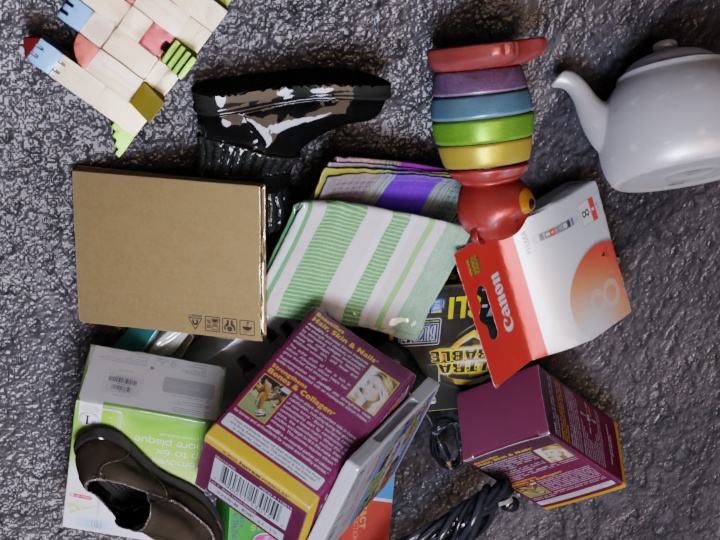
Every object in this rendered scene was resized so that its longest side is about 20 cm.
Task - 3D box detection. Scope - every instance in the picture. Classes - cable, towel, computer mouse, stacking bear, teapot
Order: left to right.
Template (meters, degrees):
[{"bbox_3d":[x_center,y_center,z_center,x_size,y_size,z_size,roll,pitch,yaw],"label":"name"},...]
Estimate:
[{"bbox_3d":[0.000,0.000,1.578,0.199,0.023,0.153,11,122,-26],"label":"towel"},{"bbox_3d":[0.019,-0.054,1.594,0.199,0.023,0.144,3,131,-34],"label":"towel"},{"bbox_3d":[0.066,0.155,1.691,0.058,0.034,0.200,-35,120,2],"label":"computer mouse"},{"bbox_3d":[0.088,0.298,1.683,0.199,0.163,0.051,-31,79,0],"label":"cable"},{"bbox_3d":[0.130,-0.129,1.547,0.113,0.121,0.202,-2,99,28],"label":"stacking bear"},{"bbox_3d":[0.339,-0.172,1.604,0.199,0.196,0.147,0,78,-47],"label":"teapot"}]

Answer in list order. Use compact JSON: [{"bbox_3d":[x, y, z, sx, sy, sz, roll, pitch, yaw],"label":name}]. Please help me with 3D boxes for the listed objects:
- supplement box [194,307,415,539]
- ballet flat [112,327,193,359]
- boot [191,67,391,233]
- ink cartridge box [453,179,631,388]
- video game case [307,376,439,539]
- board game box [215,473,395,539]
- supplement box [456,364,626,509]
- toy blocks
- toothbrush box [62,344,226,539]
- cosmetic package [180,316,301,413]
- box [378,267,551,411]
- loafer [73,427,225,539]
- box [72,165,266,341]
[{"bbox_3d":[-0.056,0.158,1.531,0.200,0.130,0.104,-48,165,-35],"label":"supplement box"},{"bbox_3d":[-0.191,0.047,1.600,0.069,0.070,0.200,32,107,-28],"label":"ballet flat"},{"bbox_3d":[-0.070,-0.118,1.538,0.209,0.080,0.159,-6,112,-6],"label":"boot"},{"bbox_3d":[0.200,0.012,1.639,0.199,0.050,0.163,-32,111,-38],"label":"ink cartridge box"},{"bbox_3d":[0.010,0.205,1.553,0.018,0.200,0.144,32,121,13],"label":"video game case"},{"bbox_3d":[-0.059,0.239,1.661,0.198,0.040,0.154,-5,110,-26],"label":"board game box"},{"bbox_3d":[0.206,0.192,1.723,0.110,0.086,0.200,-22,145,27],"label":"supplement box"},{"bbox_3d":[-0.224,-0.230,1.438,0.136,0.100,0.200,36,102,-17],"label":"toy blocks"},{"bbox_3d":[-0.227,0.186,1.590,0.144,0.086,0.201,11,132,-6],"label":"toothbrush box"},{"bbox_3d":[-0.134,0.101,1.645,0.200,0.051,0.083,-38,120,3],"label":"cosmetic package"},{"bbox_3d":[0.119,0.076,1.715,0.198,0.049,0.161,-3,115,-16],"label":"box"},{"bbox_3d":[-0.217,0.241,1.533,0.073,0.072,0.200,-32,123,27],"label":"loafer"},{"bbox_3d":[-0.191,-0.017,1.525,0.198,0.021,0.165,6,109,13],"label":"box"}]
